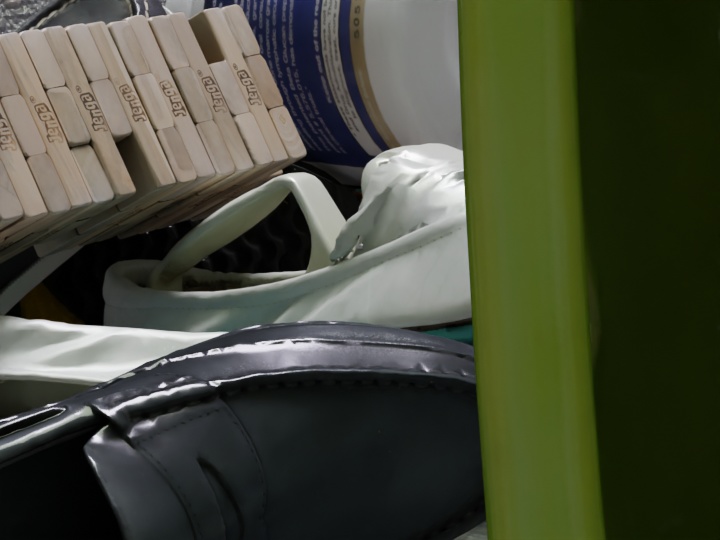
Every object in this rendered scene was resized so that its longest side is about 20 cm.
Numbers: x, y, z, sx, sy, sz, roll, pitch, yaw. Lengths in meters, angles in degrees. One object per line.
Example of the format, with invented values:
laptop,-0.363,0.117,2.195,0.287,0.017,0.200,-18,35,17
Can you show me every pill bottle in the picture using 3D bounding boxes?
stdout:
pill bottle,0.009,-0.083,0.877,0.111,0.112,0.200,-7,8,-28

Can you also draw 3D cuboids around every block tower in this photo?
block tower,-0.092,-0.035,0.730,0.054,0.058,0.200,-28,-4,32

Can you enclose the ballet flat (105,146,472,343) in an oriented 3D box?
ballet flat,0.000,0.000,0.727,0.199,0.070,0.069,-17,-2,34

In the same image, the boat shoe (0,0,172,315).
boat shoe,-0.130,-0.027,0.814,0.074,0.060,0.200,22,63,38

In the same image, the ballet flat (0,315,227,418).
ballet flat,-0.089,0.048,0.676,0.199,0.070,0.069,-1,8,9

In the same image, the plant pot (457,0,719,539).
plant pot,0.118,0.005,0.407,0.198,0.201,0.181,-3,0,3

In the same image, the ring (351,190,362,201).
ring,0.056,-0.047,0.948,0.199,0.019,0.200,-19,14,5

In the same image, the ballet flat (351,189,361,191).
ballet flat,-0.008,-0.004,1.034,0.199,0.068,0.064,0,-23,6

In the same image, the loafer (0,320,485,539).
loafer,-0.052,0.058,0.554,0.200,0.068,0.070,-11,17,-19

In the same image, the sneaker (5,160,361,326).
sneaker,-0.092,0.002,0.889,0.199,0.070,0.090,-15,3,6
